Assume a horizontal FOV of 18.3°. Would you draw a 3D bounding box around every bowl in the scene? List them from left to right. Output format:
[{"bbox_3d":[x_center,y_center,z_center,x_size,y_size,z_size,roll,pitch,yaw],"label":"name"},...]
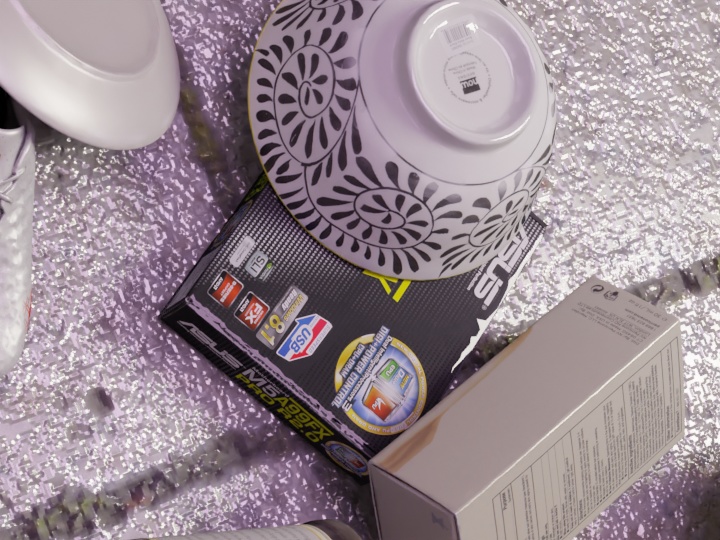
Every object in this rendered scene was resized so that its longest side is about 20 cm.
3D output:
[{"bbox_3d":[0.045,-0.102,1.297,0.200,0.094,0.201,8,72,-26],"label":"bowl"}]

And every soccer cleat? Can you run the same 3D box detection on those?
[{"bbox_3d":[-0.207,-0.042,1.206,0.069,0.085,0.200,3,75,-27],"label":"soccer cleat"}]

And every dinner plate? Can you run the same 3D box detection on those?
[{"bbox_3d":[-0.165,-0.158,1.238,0.200,0.024,0.200,39,32,-31],"label":"dinner plate"}]

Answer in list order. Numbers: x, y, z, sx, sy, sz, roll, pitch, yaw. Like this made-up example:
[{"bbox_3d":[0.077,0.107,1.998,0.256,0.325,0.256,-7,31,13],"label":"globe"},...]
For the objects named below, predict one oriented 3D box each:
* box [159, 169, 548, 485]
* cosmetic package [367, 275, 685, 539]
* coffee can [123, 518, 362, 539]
[{"bbox_3d":[0.000,0.000,1.324,0.160,0.044,0.200,41,62,-11],"label":"box"},{"bbox_3d":[0.101,0.104,1.307,0.200,0.071,0.105,-36,137,-30],"label":"cosmetic package"},{"bbox_3d":[-0.099,0.209,1.158,0.200,0.146,0.147,-1,77,-27],"label":"coffee can"}]
